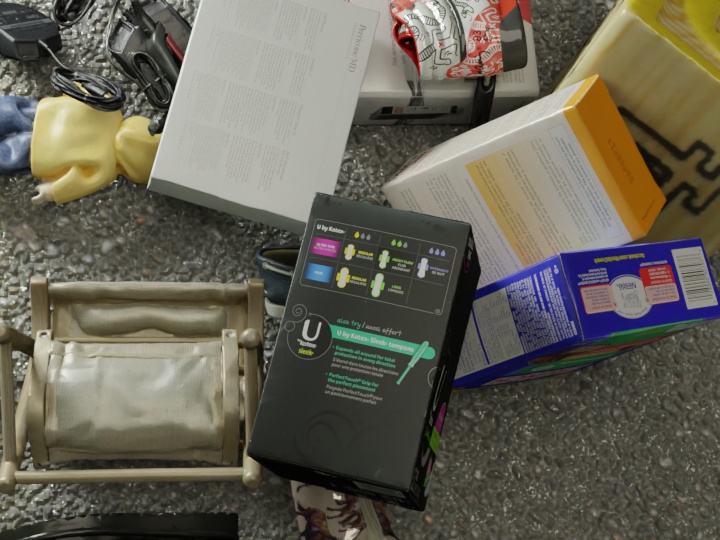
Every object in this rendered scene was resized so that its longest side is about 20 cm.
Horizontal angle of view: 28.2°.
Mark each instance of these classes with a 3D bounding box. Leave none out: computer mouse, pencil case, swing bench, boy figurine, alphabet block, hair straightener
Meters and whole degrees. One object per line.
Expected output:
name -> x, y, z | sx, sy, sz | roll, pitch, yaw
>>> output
computer mouse -> -0.164, -0.220, 1.290 | 0.200, 0.046, 0.140 | 39, 82, -8
pencil case -> -0.022, 0.152, 1.171 | 0.078, 0.089, 0.200 | -3, 69, -27
swing bench -> -0.176, 0.084, 1.143 | 0.199, 0.200, 0.130 | 0, 101, -3
boy figurine -> -0.253, -0.117, 1.248 | 0.200, 0.064, 0.125 | 2, 75, -12
alphabet block -> 0.273, -0.137, 1.256 | 0.196, 0.200, 0.195 | 36, 40, -2
hair straightener -> -0.155, -0.148, 1.230 | 0.077, 0.041, 0.200 | -41, 101, -44
computer mouse -> -0.267, -0.179, 1.234 | 0.059, 0.034, 0.200 | -16, 42, -38

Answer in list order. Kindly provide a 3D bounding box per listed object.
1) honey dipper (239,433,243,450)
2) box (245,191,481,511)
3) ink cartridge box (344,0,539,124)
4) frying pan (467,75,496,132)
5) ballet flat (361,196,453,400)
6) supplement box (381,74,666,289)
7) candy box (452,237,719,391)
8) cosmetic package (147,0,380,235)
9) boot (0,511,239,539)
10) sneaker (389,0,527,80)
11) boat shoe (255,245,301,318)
honey dipper -> -0.071, 0.159, 1.229 | 0.200, 0.038, 0.038 | 25, 72, -1
box -> 0.008, 0.064, 1.075 | 0.124, 0.149, 0.200 | 12, 77, 10
ink cartridge box -> 0.053, -0.215, 1.326 | 0.200, 0.083, 0.147 | -1, 76, -12
frying pan -> 0.085, -0.089, 1.292 | 0.115, 0.031, 0.190 | -17, 105, -8
ballet flat -> 0.038, 0.032, 1.277 | 0.064, 0.067, 0.200 | -2, 75, -41
supplement box -> 0.135, -0.064, 1.203 | 0.126, 0.200, 0.074 | 59, 37, -14
candy box -> 0.169, 0.041, 1.197 | 0.169, 0.200, 0.077 | -6, 78, -36
cosmetic package -> -0.081, -0.144, 1.210 | 0.151, 0.052, 0.200 | 17, 78, -9
boot -> -0.190, 0.275, 1.147 | 0.211, 0.079, 0.158 | 1, 75, -12
sneaker -> 0.074, -0.258, 1.262 | 0.108, 0.067, 0.202 | -11, 67, 0
boat shoe -> 0.000, 0.000, 1.214 | 0.075, 0.200, 0.062 | -42, 123, -48
